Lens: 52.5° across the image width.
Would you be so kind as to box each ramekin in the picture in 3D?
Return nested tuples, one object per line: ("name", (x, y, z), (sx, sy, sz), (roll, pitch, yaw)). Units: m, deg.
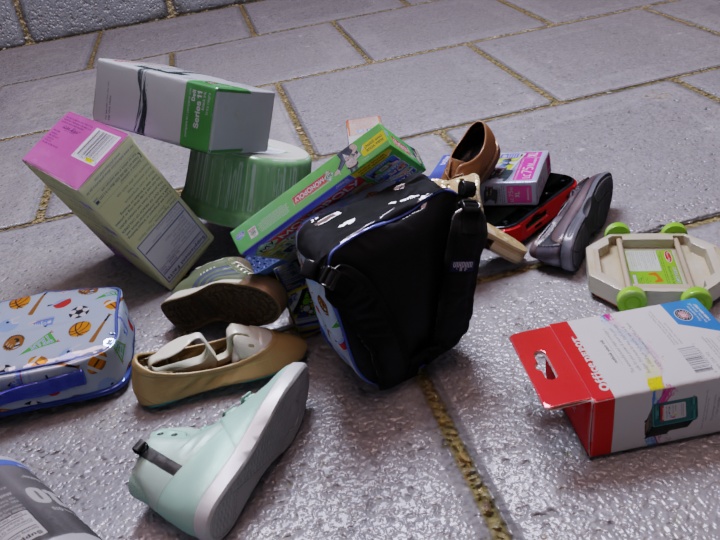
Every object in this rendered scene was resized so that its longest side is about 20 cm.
("ramekin", (-0.162, -0.135, 1.069), (0.194, 0.101, 0.201), (10, 18, -3))

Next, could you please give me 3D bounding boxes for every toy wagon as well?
("toy wagon", (0.365, -0.002, 0.850), (0.194, 0.041, 0.157), (1, 33, 13))

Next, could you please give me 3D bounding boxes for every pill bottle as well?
("pill bottle", (-0.253, 0.233, 0.549), (0.197, 0.117, 0.113), (20, 41, 38))

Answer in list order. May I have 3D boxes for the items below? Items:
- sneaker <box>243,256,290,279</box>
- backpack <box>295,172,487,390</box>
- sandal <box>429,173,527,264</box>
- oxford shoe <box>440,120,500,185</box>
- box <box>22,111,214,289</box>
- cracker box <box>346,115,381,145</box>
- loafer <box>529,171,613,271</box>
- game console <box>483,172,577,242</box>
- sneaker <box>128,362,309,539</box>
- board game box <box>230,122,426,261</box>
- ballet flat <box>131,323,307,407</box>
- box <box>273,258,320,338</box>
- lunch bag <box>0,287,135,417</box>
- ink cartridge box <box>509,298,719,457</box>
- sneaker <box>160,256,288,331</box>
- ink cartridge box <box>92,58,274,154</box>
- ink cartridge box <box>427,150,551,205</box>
("sneaker", (-0.074, -0.005, 0.942), (0.196, 0.079, 0.071), (-24, 29, 18))
("backpack", (0.026, 0.014, 0.762), (0.196, 0.195, 0.154), (-23, 28, -16))
("sandal", (0.132, -0.083, 0.896), (0.208, 0.071, 0.078), (24, 18, -24))
("oxford shoe", (0.124, -0.109, 0.977), (0.070, 0.071, 0.204), (17, 75, 27))
("box", (-0.325, -0.096, 0.992), (0.174, 0.202, 0.097), (23, 66, 41))
("cracker box", (0.017, -0.115, 1.021), (0.056, 0.137, 0.202), (-8, 31, 0))
("loafer", (0.280, -0.073, 0.959), (0.062, 0.073, 0.200), (8, 38, 32))
("game console", (0.202, -0.099, 1.061), (0.198, 0.032, 0.174), (-32, 32, -34))
("sneaker", (-0.132, 0.146, 0.692), (0.115, 0.075, 0.201), (15, 40, 22))
("board game box", (-0.031, -0.078, 0.802), (0.197, 0.030, 0.134), (-34, -13, 17))
("ballet flat", (-0.153, 0.094, 0.797), (0.195, 0.065, 0.069), (-17, 30, -14))
("box", (0.000, 0.000, 0.880), (0.195, 0.071, 0.065), (-24, 35, -8))
("lunch bag", (-0.362, 0.095, 0.838), (0.194, 0.077, 0.161), (-12, 34, -8))
("ink cartridge box", (0.248, 0.100, 0.686), (0.194, 0.069, 0.117), (-10, 31, -2))
("sneaker", (-0.151, 0.015, 0.871), (0.196, 0.068, 0.091), (-9, 35, 38))
("ink cartridge box", (-0.234, -0.219, 0.974), (0.195, 0.086, 0.146), (17, 17, 20))
("ink cartridge box", (0.171, -0.134, 1.067), (0.194, 0.043, 0.120), (-1, 29, 25))
